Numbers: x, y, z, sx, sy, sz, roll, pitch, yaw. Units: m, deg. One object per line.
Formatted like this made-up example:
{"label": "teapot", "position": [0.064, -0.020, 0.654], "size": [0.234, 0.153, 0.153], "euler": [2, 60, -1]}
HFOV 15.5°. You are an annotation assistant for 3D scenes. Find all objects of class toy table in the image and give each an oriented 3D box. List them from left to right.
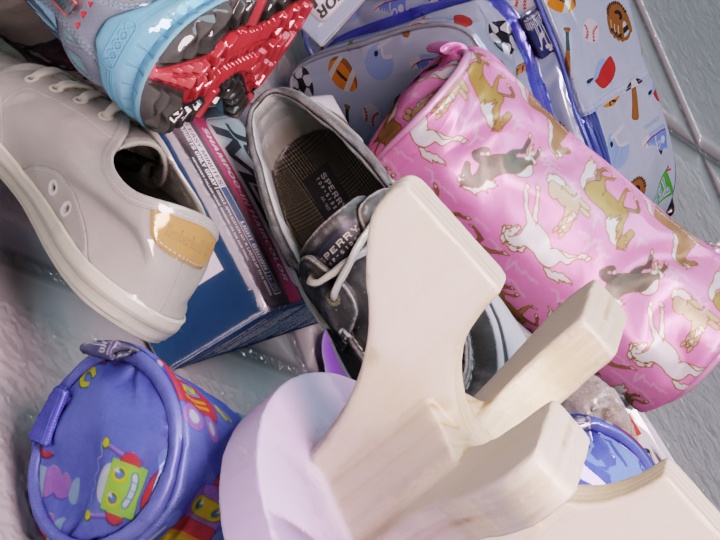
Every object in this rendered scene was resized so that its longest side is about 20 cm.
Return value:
{"label": "toy table", "position": [0.036, 0.069, 0.924], "size": [0.184, 0.117, 0.200], "euler": [44, 20, -17]}

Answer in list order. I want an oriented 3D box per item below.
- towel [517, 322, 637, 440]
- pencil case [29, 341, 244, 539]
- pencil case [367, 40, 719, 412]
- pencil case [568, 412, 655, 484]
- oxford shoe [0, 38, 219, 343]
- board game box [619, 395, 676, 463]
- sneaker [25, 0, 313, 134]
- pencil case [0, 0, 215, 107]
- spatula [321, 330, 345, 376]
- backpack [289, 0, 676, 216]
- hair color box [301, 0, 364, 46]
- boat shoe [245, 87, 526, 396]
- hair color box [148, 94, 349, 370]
{"label": "towel", "position": [0.107, 0.105, 1.281], "size": [0.132, 0.034, 0.200], "euler": [34, -26, 50]}
{"label": "pencil case", "position": [-0.049, 0.087, 1.027], "size": [0.087, 0.078, 0.200], "euler": [35, 5, 36]}
{"label": "pencil case", "position": [0.093, -0.022, 1.268], "size": [0.200, 0.083, 0.087], "euler": [39, 47, -10]}
{"label": "pencil case", "position": [0.064, 0.103, 1.150], "size": [0.087, 0.078, 0.200], "euler": [18, -8, -13]}
{"label": "oxford shoe", "position": [-0.112, -0.049, 1.053], "size": [0.075, 0.058, 0.200], "euler": [25, 18, -45]}
{"label": "board game box", "position": [0.150, 0.122, 1.393], "size": [0.126, 0.035, 0.200], "euler": [58, -2, -2]}
{"label": "sneaker", "position": [-0.077, -0.117, 1.081], "size": [0.095, 0.079, 0.200], "euler": [36, 12, 6]}
{"label": "pencil case", "position": [-0.121, -0.132, 1.153], "size": [0.200, 0.089, 0.078], "euler": [32, 22, -53]}
{"label": "spatula", "position": [0.041, 0.068, 1.340], "size": [0.200, 0.021, 0.057], "euler": [26, 45, -56]}
{"label": "backpack", "position": [0.071, -0.077, 1.386], "size": [0.154, 0.200, 0.191], "euler": [-42, 110, -37]}
{"label": "hair color box", "position": [-0.075, -0.197, 1.211], "size": [0.200, 0.061, 0.099], "euler": [41, 7, -16]}
{"label": "boat shoe", "position": [0.000, 0.000, 1.087], "size": [0.071, 0.072, 0.200], "euler": [42, 8, -47]}
{"label": "hair color box", "position": [-0.049, -0.022, 1.210], "size": [0.100, 0.060, 0.200], "euler": [61, 21, 5]}
